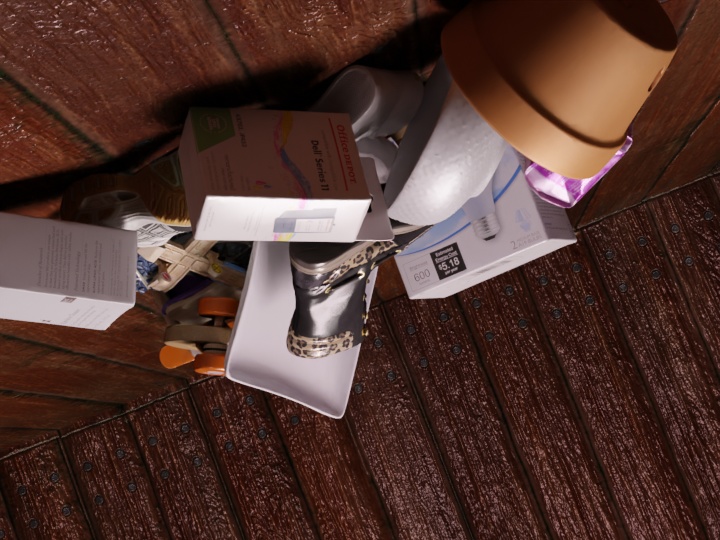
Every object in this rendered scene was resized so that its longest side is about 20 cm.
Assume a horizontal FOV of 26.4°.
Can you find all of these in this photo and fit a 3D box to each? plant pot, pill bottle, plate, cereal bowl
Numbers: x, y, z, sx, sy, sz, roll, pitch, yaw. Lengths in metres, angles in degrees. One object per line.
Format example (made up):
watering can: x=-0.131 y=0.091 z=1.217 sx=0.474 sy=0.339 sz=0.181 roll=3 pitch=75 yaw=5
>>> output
plant pot: x=0.192 y=-0.202 z=1.400 sx=0.140 sy=0.200 sz=0.200 roll=-45 pitch=160 yaw=32
pill bottle: x=-0.003 y=-0.102 z=1.738 sx=0.111 sy=0.111 sz=0.200 roll=-21 pitch=-174 yaw=0
plate: x=-0.067 y=0.042 z=1.665 sx=0.032 sy=0.200 sz=0.200 roll=3 pitch=165 yaw=41
cereal bowl: x=0.096 y=-0.131 z=1.528 sx=0.083 sy=0.200 sz=0.200 roll=23 pitch=164 yaw=-6

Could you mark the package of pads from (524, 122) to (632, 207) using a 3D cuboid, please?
package of pads: x=0.242 y=-0.171 z=1.712 sx=0.121 sy=0.076 sz=0.200 roll=-48 pitch=-163 yaw=33

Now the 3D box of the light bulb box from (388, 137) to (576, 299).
light bulb box: x=0.131 y=-0.091 z=1.904 sx=0.198 sy=0.200 sz=0.125 roll=-24 pitch=170 yaw=21

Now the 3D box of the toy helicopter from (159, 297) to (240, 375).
toy helicopter: x=-0.133 y=0.086 z=1.714 sx=0.200 sy=0.079 sz=0.132 roll=13 pitch=165 yaw=-42

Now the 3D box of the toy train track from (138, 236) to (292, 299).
toy train track: x=-0.149 y=0.009 z=1.637 sx=0.200 sy=0.033 sz=0.115 roll=22 pitch=128 yaw=-36

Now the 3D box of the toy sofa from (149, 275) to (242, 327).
toy sofa: x=-0.141 y=-0.009 z=1.739 sx=0.200 sy=0.083 sz=0.098 roll=-32 pitch=149 yaw=2

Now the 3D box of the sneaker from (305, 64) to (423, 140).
sneaker: x=-0.019 y=-0.139 z=1.587 sx=0.200 sy=0.074 sz=0.116 roll=-36 pitch=164 yaw=34

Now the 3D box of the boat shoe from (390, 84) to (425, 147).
boat shoe: x=0.109 y=-0.174 z=1.735 sx=0.200 sy=0.074 sz=0.076 roll=-17 pitch=172 yaw=-30

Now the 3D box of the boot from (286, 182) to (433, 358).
boot: x=0.000 y=0.000 z=1.613 sx=0.200 sy=0.073 sz=0.151 roll=-30 pitch=143 yaw=-38

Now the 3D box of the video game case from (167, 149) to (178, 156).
video game case: x=-0.162 y=-0.107 z=1.667 sx=0.182 sy=0.022 sz=0.200 roll=-26 pitch=170 yaw=34

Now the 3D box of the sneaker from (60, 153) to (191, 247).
sneaker: x=-0.196 y=-0.065 z=1.534 sx=0.200 sy=0.076 sz=0.088 roll=-3 pitch=159 yaw=20

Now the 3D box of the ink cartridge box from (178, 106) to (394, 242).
ink cartridge box: x=-0.063 y=-0.090 z=1.453 sx=0.200 sy=0.117 sz=0.067 roll=0 pitch=141 yaw=-19

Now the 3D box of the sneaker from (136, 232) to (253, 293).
sneaker: x=-0.218 y=-0.031 z=1.665 sx=0.200 sy=0.085 sz=0.077 roll=-3 pitch=137 yaw=-12

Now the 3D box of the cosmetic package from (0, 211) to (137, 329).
cosmetic package: x=-0.326 y=-0.002 z=1.484 sx=0.200 sy=0.081 sz=0.113 roll=6 pitch=162 yaw=-24
